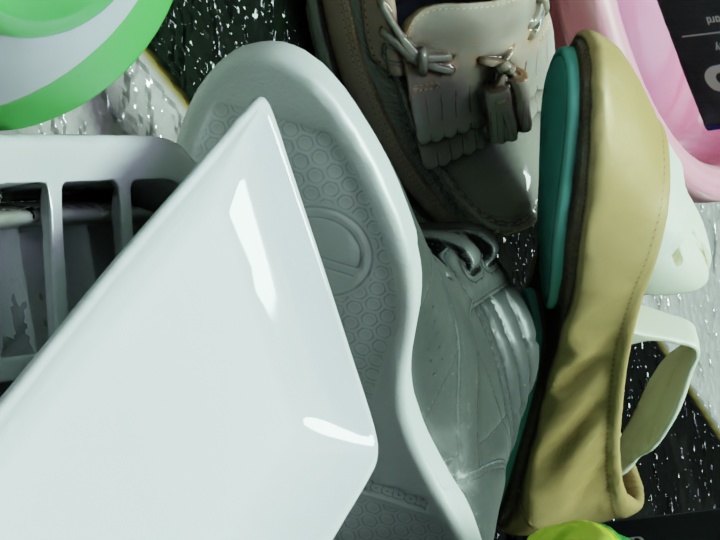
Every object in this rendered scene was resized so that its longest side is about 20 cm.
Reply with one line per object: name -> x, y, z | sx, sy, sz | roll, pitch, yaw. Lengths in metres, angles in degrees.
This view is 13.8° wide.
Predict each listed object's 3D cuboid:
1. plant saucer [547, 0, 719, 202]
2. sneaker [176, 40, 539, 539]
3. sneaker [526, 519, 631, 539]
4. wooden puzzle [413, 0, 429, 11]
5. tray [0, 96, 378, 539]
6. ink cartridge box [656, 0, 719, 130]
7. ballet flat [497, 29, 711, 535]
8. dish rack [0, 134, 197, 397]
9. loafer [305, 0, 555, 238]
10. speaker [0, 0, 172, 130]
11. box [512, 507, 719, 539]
plant saucer -> 0.096, -0.122, 1.024 | 0.200, 0.051, 0.201 | 16, 72, -60
sneaker -> 0.000, 0.000, 0.857 | 0.099, 0.070, 0.200 | -72, 151, -48
sneaker -> 0.071, 0.152, 0.876 | 0.074, 0.083, 0.201 | -95, -173, -53
wooden puzzle -> 0.040, -0.176, 1.025 | 0.200, 0.046, 0.186 | -47, 125, -60
tray -> -0.047, 0.047, 0.683 | 0.200, 0.022, 0.108 | -56, 132, -57
ink cartridge box -> 0.141, -0.106, 0.947 | 0.200, 0.099, 0.039 | 63, 36, -32
ballet flat -> 0.078, 0.005, 0.936 | 0.200, 0.063, 0.069 | 99, -9, -45
dish rack -> -0.076, 0.071, 0.690 | 0.172, 0.043, 0.201 | -6, 88, -67
loafer -> 0.022, -0.096, 0.915 | 0.072, 0.063, 0.201 | -33, 114, -31
speaker -> -0.114, -0.113, 0.616 | 0.200, 0.088, 0.089 | 51, 38, -49
box -> 0.149, 0.151, 0.969 | 0.079, 0.199, 0.142 | 47, 42, -50
